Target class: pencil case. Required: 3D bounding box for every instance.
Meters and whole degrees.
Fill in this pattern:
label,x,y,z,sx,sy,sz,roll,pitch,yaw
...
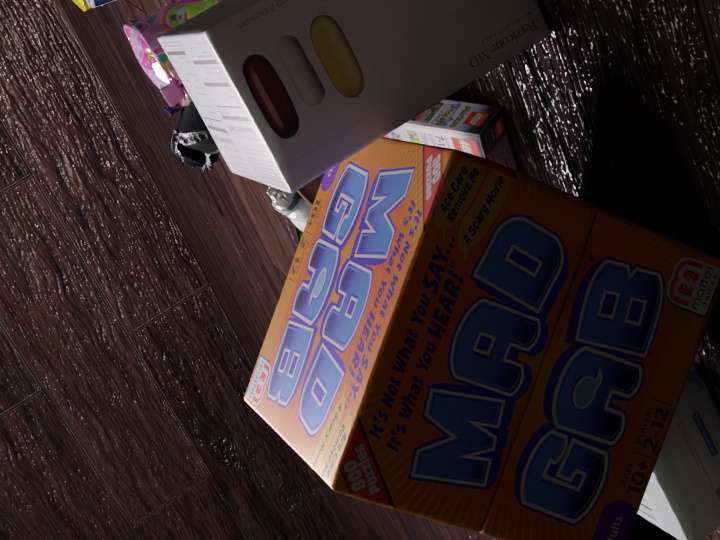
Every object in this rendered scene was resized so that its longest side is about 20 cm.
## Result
label,x,y,z,sx,sy,sz,roll,pitch,yaw
pencil case,-0.091,-0.211,1.052,0.088,0.199,0.087,52,172,11

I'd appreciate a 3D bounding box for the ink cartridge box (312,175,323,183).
label,x,y,z,sx,sy,sz,roll,pitch,yaw
ink cartridge box,-0.065,-0.177,1.247,0.200,0.042,0.120,47,120,52

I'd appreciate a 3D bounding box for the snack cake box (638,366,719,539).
label,x,y,z,sx,sy,sz,roll,pitch,yaw
snack cake box,0.202,0.116,1.007,0.116,0.067,0.200,60,169,-17

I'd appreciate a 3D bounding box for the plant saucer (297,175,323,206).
label,x,y,z,sx,sy,sz,roll,pitch,yaw
plant saucer,0.017,-0.101,1.114,0.199,0.037,0.201,19,142,16

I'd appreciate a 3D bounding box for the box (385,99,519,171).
label,x,y,z,sx,sy,sz,roll,pitch,yaw
box,0.083,-0.048,1.055,0.109,0.035,0.201,14,141,37

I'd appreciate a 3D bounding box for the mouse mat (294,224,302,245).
label,x,y,z,sx,sy,sz,roll,pitch,yaw
mouse mat,-0.033,0.021,1.536,0.161,0.007,0.202,24,-126,-65

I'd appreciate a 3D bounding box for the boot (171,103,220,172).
label,x,y,z,sx,sy,sz,roll,pitch,yaw
boot,-0.115,-0.194,1.220,0.200,0.076,0.170,-30,51,59

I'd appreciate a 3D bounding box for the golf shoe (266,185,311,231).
label,x,y,z,sx,sy,sz,roll,pitch,yaw
golf shoe,-0.045,-0.086,1.396,0.097,0.078,0.201,49,-160,-20

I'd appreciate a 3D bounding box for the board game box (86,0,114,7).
label,x,y,z,sx,sy,sz,roll,pitch,yaw
board game box,-0.135,-0.280,1.060,0.126,0.198,0.035,123,125,-76

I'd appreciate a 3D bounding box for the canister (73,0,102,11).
label,x,y,z,sx,sy,sz,roll,pitch,yaw
canister,-0.195,-0.331,1.180,0.149,0.199,0.087,44,162,48

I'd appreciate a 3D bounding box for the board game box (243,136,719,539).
label,x,y,z,sx,sy,sz,roll,pitch,yaw
board game box,0.071,0.042,0.844,0.198,0.202,0.200,20,-178,-21

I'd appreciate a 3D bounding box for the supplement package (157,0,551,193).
label,x,y,z,sx,sy,sz,roll,pitch,yaw
supplement package,-0.008,-0.153,0.857,0.112,0.199,0.156,61,168,-17
